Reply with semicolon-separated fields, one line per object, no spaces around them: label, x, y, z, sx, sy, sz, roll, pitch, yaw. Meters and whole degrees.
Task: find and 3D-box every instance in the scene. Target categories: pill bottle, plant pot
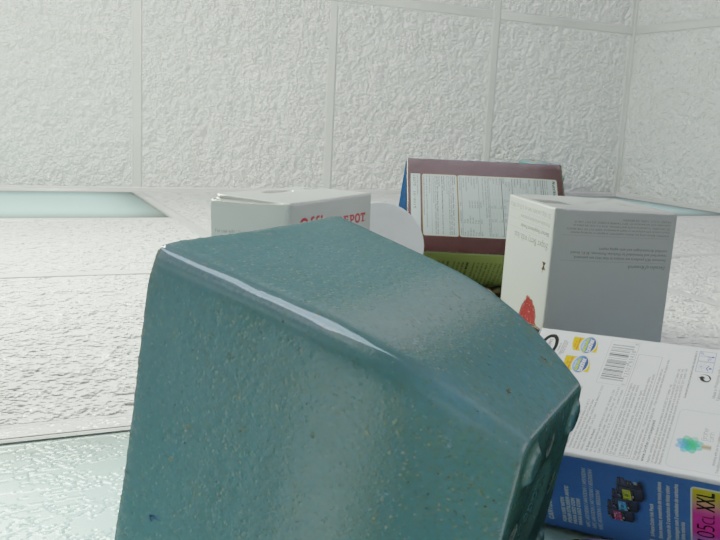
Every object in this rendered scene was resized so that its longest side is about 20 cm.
pill bottle;0.000;0.000;0.958;0.108;0.111;0.200;0;-19;-15
plant pot;0.009;0.097;0.467;0.198;0.199;0.195;18;16;24

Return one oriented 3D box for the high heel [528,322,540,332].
high heel;0.079;0.084;0.737;0.141;0.072;0.200;6;-18;-9

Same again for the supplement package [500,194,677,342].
supplement package;0.207;0.035;0.782;0.118;0.203;0.121;2;10;-10

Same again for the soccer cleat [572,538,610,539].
soccer cleat;0.127;0.180;0.362;0.083;0.066;0.200;7;11;8

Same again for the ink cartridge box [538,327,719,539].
ink cartridge box;0.174;0.113;0.578;0.198;0.077;0.137;7;34;29

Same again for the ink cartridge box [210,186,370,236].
ink cartridge box;-0.059;0.032;0.728;0.085;0.203;0.147;8;12;27

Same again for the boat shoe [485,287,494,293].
boat shoe;0.082;0.079;0.873;0.201;0.075;0.075;-20;56;-24

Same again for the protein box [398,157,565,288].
protein box;0.149;-0.033;1.073;0.197;0.136;0.199;3;-27;-2

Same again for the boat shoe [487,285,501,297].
boat shoe;0.154;0.064;1.011;0.198;0.076;0.074;7;42;-10

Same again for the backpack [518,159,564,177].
backpack;0.638;-0.331;3.022;0.199;0.155;0.175;-16;26;-42
